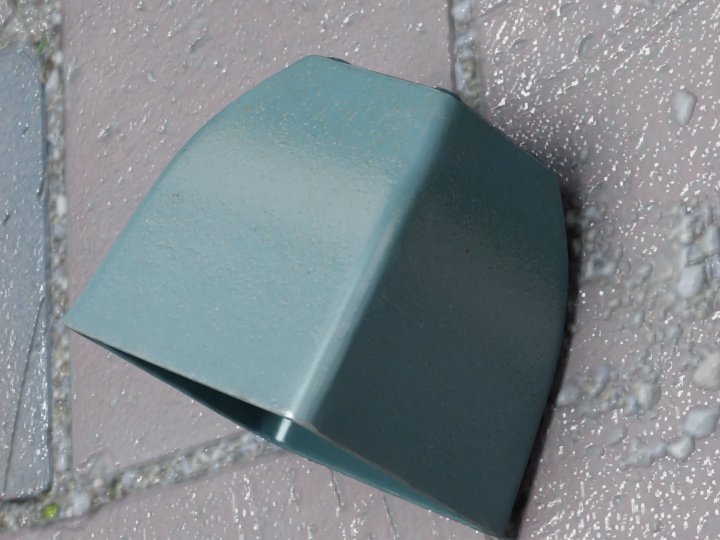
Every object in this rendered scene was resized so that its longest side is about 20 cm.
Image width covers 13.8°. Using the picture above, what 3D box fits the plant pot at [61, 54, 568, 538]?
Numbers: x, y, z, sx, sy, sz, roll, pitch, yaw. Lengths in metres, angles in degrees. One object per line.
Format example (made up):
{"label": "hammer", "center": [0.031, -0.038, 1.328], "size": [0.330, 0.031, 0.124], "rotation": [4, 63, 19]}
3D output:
{"label": "plant pot", "center": [0.000, 0.000, 1.619], "size": [0.196, 0.196, 0.200], "rotation": [20, 81, 43]}
